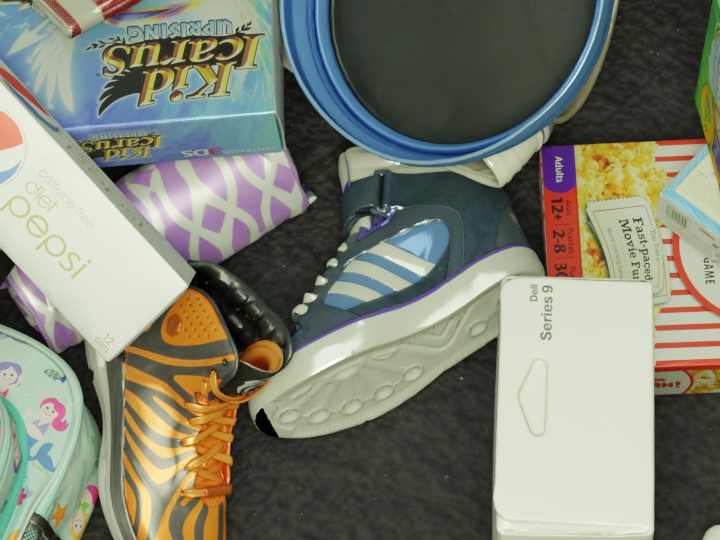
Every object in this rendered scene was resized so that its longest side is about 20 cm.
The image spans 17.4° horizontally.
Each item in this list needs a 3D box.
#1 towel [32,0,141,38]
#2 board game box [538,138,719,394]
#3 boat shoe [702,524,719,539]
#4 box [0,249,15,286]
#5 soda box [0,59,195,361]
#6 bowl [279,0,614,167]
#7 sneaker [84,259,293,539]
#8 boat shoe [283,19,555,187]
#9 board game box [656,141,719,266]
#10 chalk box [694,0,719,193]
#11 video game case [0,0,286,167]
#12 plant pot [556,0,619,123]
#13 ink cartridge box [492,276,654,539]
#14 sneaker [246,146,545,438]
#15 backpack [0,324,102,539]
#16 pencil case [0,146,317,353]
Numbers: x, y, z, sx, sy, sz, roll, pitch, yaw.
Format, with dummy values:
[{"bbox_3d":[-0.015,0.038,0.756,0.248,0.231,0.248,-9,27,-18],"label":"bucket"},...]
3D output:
[{"bbox_3d":[-0.126,-0.224,1.370,0.200,0.023,0.144,-35,58,-19],"label":"towel"},{"bbox_3d":[0.209,-0.003,1.406,0.198,0.046,0.152,-3,64,2],"label":"board game box"},{"bbox_3d":[0.287,0.177,1.307,0.199,0.071,0.064,23,68,5],"label":"boat shoe"},{"bbox_3d":[-0.271,-0.022,1.371,0.159,0.044,0.200,-8,26,16],"label":"box"},{"bbox_3d":[-0.180,-0.047,1.279,0.064,0.068,0.200,-43,95,4],"label":"soda box"},{"bbox_3d":[0.051,-0.157,1.325,0.199,0.039,0.202,-3,83,26],"label":"bowl"},{"bbox_3d":[-0.090,0.090,1.326,0.112,0.077,0.201,-18,84,34],"label":"sneaker"},{"bbox_3d":[0.018,-0.102,1.392,0.199,0.072,0.066,26,64,24],"label":"boat shoe"},{"bbox_3d":[0.292,-0.024,1.366,0.200,0.034,0.134,39,72,19],"label":"board game box"},{"bbox_3d":[0.262,-0.091,1.312,0.124,0.124,0.201,-10,64,-3],"label":"chalk box"},{"bbox_3d":[-0.146,-0.148,1.369,0.199,0.046,0.182,-5,62,3],"label":"video game case"},{"bbox_3d":[0.043,-0.200,1.454,0.199,0.188,0.188,11,65,22],"label":"plant pot"},{"bbox_3d":[0.113,0.110,1.274,0.083,0.200,0.147,1,65,3],"label":"ink cartridge box"},{"bbox_3d":[0.000,0.000,1.411,0.199,0.081,0.147,-29,55,-4],"label":"sneaker"},{"bbox_3d":[-0.245,0.121,1.329,0.177,0.151,0.201,19,61,18],"label":"backpack"},{"bbox_3d":[-0.128,-0.030,1.424,0.199,0.084,0.086,-30,43,-11],"label":"pencil case"}]
